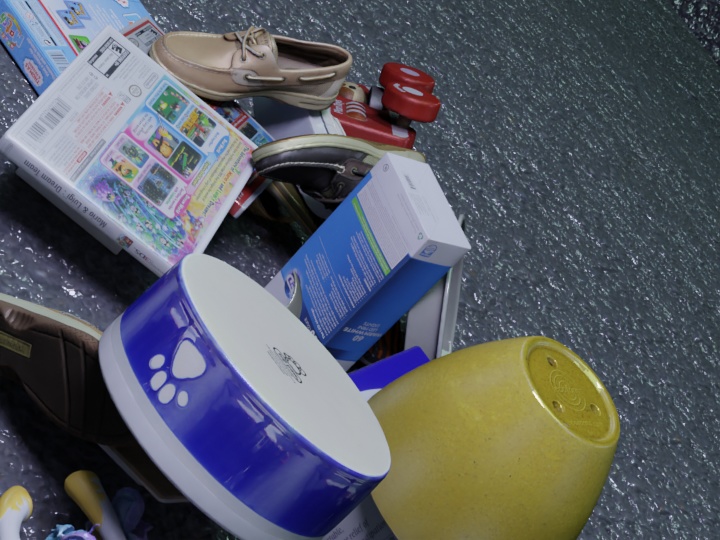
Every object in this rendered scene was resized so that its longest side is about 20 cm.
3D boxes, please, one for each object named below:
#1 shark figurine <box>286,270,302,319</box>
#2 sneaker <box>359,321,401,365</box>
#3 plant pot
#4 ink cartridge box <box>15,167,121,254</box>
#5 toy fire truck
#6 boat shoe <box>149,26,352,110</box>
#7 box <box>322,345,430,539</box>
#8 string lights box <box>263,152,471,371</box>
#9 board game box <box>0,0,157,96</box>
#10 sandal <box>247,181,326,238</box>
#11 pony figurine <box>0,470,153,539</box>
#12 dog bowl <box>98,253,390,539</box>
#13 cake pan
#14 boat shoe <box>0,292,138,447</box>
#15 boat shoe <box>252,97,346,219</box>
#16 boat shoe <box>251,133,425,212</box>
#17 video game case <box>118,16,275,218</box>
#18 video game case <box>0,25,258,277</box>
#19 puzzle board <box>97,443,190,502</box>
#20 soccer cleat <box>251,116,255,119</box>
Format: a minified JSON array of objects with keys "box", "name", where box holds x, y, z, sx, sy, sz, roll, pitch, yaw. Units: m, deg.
[{"box":[-0.095,0.077,1.077,0.089,0.214,0.129,-14,90,-15],"name":"shark figurine"},{"box":[0.021,-0.001,1.304,0.077,0.112,0.201,22,37,-34],"name":"sneaker"},{"box":[0.118,0.134,1.013,0.199,0.142,0.201,31,33,-23],"name":"plant pot"},{"box":[-0.225,-0.096,1.161,0.116,0.067,0.200,40,29,-10],"name":"ink cartridge box"},{"box":[-0.006,-0.183,1.505,0.167,0.113,0.200,17,22,-9],"name":"toy fire truck"},{"box":[-0.104,-0.206,1.252,0.199,0.065,0.072,3,52,-30],"name":"boat shoe"},{"box":[0.033,0.186,1.093,0.200,0.105,0.184,52,30,13],"name":"box"},{"box":[0.000,0.000,1.187,0.059,0.200,0.103,11,44,-43],"name":"string lights box"},{"box":[-0.277,-0.239,1.307,0.152,0.037,0.199,53,31,14],"name":"board game box"},{"box":[-0.105,-0.091,1.320,0.200,0.054,0.080,41,18,0],"name":"sandal"},{"box":[-0.149,0.213,0.810,0.192,0.167,0.200,17,19,-38],"name":"pony figurine"},{"box":[-0.073,0.086,0.863,0.200,0.079,0.200,45,11,-11],"name":"dog bowl"},{"box":[0.071,0.044,1.261,0.036,0.202,0.201,7,31,8],"name":"cake pan"},{"box":[-0.204,0.060,0.926,0.199,0.072,0.076,28,16,27],"name":"boat shoe"},{"box":[-0.044,-0.129,1.333,0.070,0.071,0.201,17,36,-55],"name":"boat shoe"},{"box":[-0.013,-0.086,1.211,0.199,0.073,0.065,1,79,-40],"name":"boat shoe"},{"box":[-0.161,-0.147,1.222,0.200,0.017,0.143,44,28,-5],"name":"video game case"},{"box":[-0.187,-0.102,1.107,0.182,0.024,0.200,39,38,-12],"name":"video game case"},{"box":[-0.142,0.118,0.967,0.150,0.018,0.200,7,19,-46],"name":"puzzle board"},{"box":[-0.051,-0.123,1.398,0.199,0.081,0.068,29,33,-25],"name":"soccer cleat"}]
